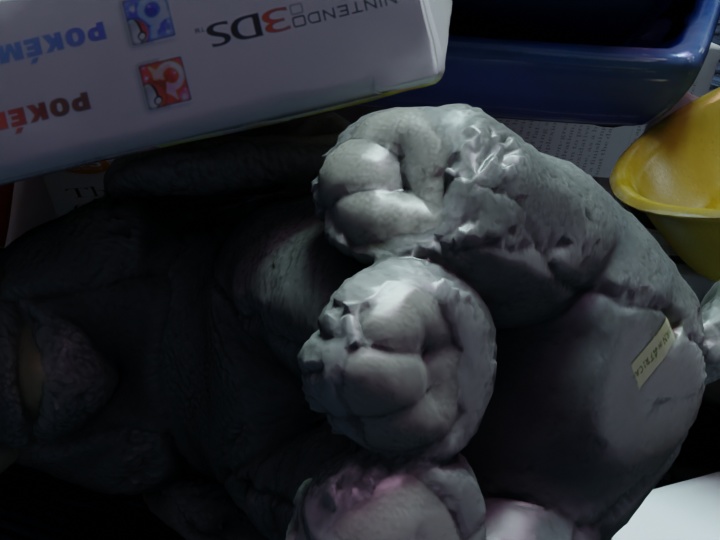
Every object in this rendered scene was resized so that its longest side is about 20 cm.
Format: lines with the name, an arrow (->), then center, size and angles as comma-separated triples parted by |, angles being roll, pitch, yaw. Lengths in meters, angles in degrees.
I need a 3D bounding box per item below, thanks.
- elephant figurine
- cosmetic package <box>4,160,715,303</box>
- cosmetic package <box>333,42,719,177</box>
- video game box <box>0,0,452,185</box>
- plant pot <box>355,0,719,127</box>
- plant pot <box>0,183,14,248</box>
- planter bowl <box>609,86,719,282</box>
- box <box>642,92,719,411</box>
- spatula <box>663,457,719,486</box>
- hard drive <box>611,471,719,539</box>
elephant figurine -> -0.033, 0.015, 0.596 | 0.200, 0.142, 0.155 | 9, -24, 41
cosmetic package -> 0.000, 0.000, 0.753 | 0.199, 0.051, 0.083 | 3, 20, -19
cosmetic package -> 0.049, -0.059, 1.000 | 0.071, 0.102, 0.200 | 27, 16, 36
video game box -> -0.069, -0.056, 0.630 | 0.181, 0.047, 0.200 | -11, 10, 4
plant pot -> 0.035, -0.157, 0.815 | 0.199, 0.180, 0.200 | 4, 26, 12
plant pot -> -0.156, -0.126, 0.857 | 0.199, 0.177, 0.200 | 24, 15, 25
planter bowl -> 0.177, -0.015, 0.715 | 0.200, 0.084, 0.200 | -17, 13, 4
box -> 0.174, 0.023, 0.824 | 0.200, 0.095, 0.078 | 27, 0, 29
spatula -> 0.081, 0.052, 0.774 | 0.199, 0.021, 0.057 | 17, 18, -3
hard drive -> 0.172, 0.075, 0.649 | 0.199, 0.025, 0.132 | -12, 26, -23
